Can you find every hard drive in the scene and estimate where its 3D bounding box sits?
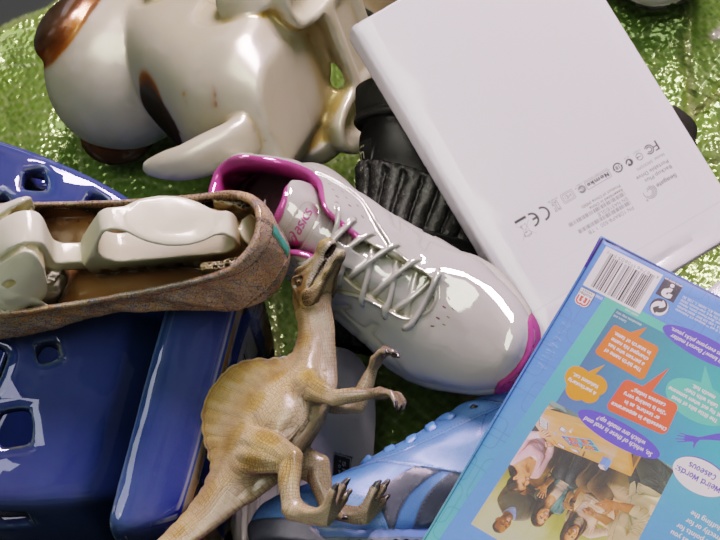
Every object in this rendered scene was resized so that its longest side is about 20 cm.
[{"bbox_3d":[0.100,-0.075,0.871,0.131,0.027,0.201,-29,82,-9],"label":"hard drive"}]

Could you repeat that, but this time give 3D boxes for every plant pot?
[{"bbox_3d":[-0.150,0.063,0.869,0.178,0.200,0.202,10,69,7],"label":"plant pot"}]

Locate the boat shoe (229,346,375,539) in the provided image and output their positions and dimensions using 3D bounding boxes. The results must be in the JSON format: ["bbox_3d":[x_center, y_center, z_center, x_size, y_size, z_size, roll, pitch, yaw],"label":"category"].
[{"bbox_3d":[-0.038,0.140,0.854,0.065,0.072,0.202,-15,64,41],"label":"boat shoe"}]

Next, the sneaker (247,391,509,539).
[{"bbox_3d":[0.040,0.103,0.805,0.198,0.066,0.079,-5,71,-7],"label":"sneaker"}]

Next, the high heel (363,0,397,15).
[{"bbox_3d":[-0.013,-0.176,1.003,0.198,0.072,0.144,-1,60,1],"label":"high heel"}]

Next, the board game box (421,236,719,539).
[{"bbox_3d":[0.126,0.106,0.728,0.151,0.045,0.201,29,77,22],"label":"board game box"}]

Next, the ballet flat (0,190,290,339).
[{"bbox_3d":[-0.133,-0.011,0.761,0.198,0.067,0.069,-8,69,-5],"label":"ballet flat"}]

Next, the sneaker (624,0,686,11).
[{"bbox_3d":[0.132,-0.244,0.993,0.199,0.080,0.074,35,56,21],"label":"sneaker"}]

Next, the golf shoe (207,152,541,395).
[{"bbox_3d":[0.000,0.000,0.815,0.199,0.091,0.076,31,93,33],"label":"golf shoe"}]

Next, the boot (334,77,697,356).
[{"bbox_3d":[0.087,-0.020,0.913,0.209,0.079,0.160,3,78,-3],"label":"boot"}]

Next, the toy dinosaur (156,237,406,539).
[{"bbox_3d":[-0.040,0.086,0.758,0.101,0.058,0.201,24,73,28],"label":"toy dinosaur"}]

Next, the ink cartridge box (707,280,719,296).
[{"bbox_3d":[0.247,0.056,0.819,0.199,0.085,0.145,-34,61,-21],"label":"ink cartridge box"}]

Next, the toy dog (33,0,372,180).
[{"bbox_3d":[-0.098,-0.113,0.963,0.198,0.140,0.195,8,55,36],"label":"toy dog"}]
